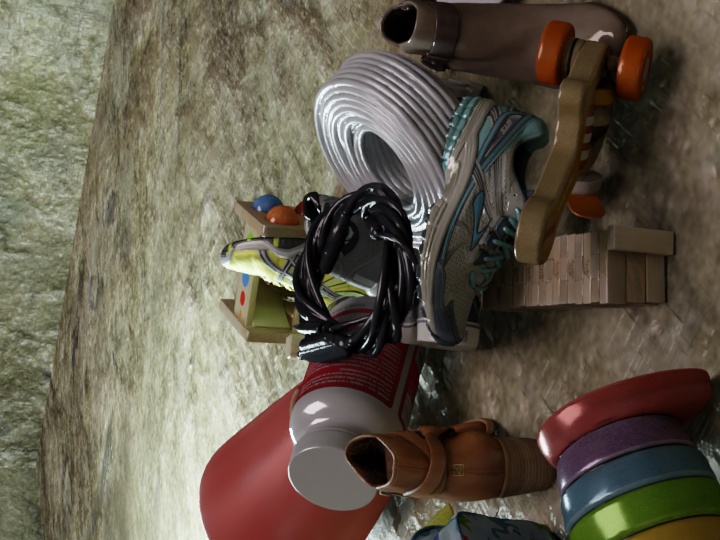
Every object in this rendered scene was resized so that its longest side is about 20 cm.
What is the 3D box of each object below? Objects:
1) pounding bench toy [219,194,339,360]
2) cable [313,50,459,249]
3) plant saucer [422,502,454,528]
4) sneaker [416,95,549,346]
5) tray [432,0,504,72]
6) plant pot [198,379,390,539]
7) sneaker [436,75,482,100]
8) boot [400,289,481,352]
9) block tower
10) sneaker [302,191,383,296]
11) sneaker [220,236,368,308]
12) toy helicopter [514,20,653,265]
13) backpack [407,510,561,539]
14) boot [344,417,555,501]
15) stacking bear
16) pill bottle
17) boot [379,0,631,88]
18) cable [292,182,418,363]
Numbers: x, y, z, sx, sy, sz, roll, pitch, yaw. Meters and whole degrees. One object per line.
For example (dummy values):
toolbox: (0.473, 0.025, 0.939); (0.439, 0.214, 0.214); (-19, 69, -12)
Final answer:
pounding bench toy: (-0.073, 0.005, 1.388); (0.200, 0.123, 0.158); (-142, 59, -63)
cable: (0.041, -0.109, 1.090); (0.201, 0.069, 0.200); (54, 160, -3)
plant saucer: (0.066, 0.343, 1.045); (0.201, 0.047, 0.201); (100, 161, -51)
sneaker: (0.099, -0.037, 0.923); (0.078, 0.085, 0.202); (30, -110, -72)
tray: (0.116, -0.280, 1.122); (0.200, 0.022, 0.109); (141, 130, -60)
plant pot: (-0.051, 0.214, 1.245); (0.178, 0.199, 0.202); (-53, 39, 39)
sneaker: (0.051, -0.158, 1.190); (0.200, 0.076, 0.081); (-149, 58, -63)
boot: (0.079, 0.024, 1.062); (0.200, 0.072, 0.091); (134, 143, -83)
block tower: (0.163, 0.003, 0.927); (0.200, 0.053, 0.059); (167, 105, -66)
sneaker: (-0.001, -0.080, 1.211); (0.075, 0.114, 0.202); (-31, 46, 57)
sneaker: (-0.060, 0.003, 1.282); (0.075, 0.198, 0.077); (-14, -72, -77)
toy helicopter: (0.152, -0.079, 0.868); (0.133, 0.078, 0.201); (80, -149, -50)
backpack: (0.090, 0.255, 0.873); (0.154, 0.198, 0.165); (-48, 42, 42)
boot: (0.055, 0.164, 1.023); (0.200, 0.153, 0.075); (157, 115, -64)
stacking bear: (0.197, 0.182, 0.760); (0.122, 0.113, 0.202); (-58, 40, 47)
pill bottle: (-0.005, 0.127, 1.135); (0.201, 0.111, 0.113); (-71, 5, -50)
boot: (0.108, -0.193, 0.969); (0.200, 0.145, 0.071); (-172, 88, -66)
cable: (0.000, 0.000, 1.083); (0.199, 0.050, 0.165); (-23, 54, 56)
